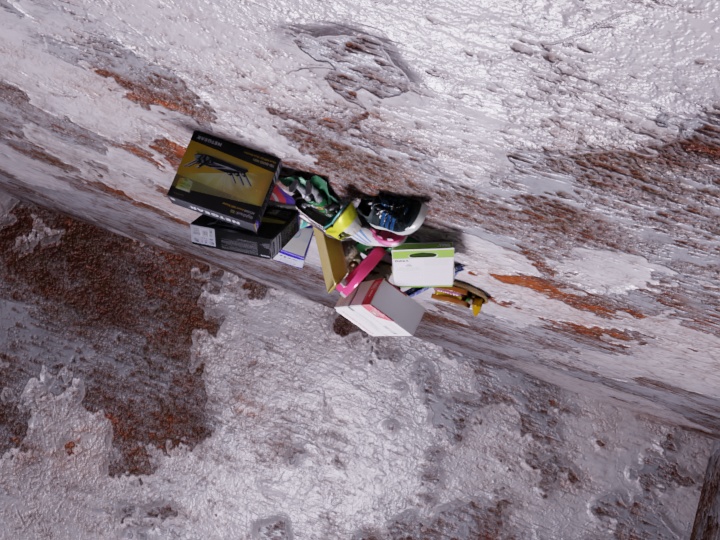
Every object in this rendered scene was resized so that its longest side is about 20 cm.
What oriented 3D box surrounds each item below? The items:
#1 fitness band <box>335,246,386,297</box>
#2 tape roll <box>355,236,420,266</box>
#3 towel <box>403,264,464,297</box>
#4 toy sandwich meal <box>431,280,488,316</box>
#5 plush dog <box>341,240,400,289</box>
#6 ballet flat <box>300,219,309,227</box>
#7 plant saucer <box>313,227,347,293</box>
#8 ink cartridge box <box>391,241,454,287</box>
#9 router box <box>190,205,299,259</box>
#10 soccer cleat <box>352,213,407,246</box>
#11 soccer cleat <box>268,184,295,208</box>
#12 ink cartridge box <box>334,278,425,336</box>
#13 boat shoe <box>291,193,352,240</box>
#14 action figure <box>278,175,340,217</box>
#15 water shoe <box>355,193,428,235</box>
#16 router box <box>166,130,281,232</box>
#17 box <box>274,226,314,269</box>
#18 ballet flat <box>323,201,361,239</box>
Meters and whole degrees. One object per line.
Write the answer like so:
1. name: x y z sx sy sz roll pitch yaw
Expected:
1. fitness band: 0.000 0.000 1.760 0.037 0.144 0.200 42 167 -2
2. tape roll: 0.088 -0.053 1.846 0.199 0.048 0.200 19 170 4
3. towel: 0.179 0.046 1.900 0.199 0.024 0.145 -25 172 -8
4. toy sandwich meal: 0.289 0.083 2.121 0.204 0.071 0.205 19 170 4
5. plush dog: 0.018 0.023 1.959 0.199 0.161 0.172 24 -170 -21
6. ballet flat: -0.159 -0.139 1.852 0.070 0.068 0.200 -3 179 -22
7. plant saucer: -0.078 -0.050 1.878 0.048 0.201 0.200 -12 174 -9
8. ink cartridge box: 0.147 -0.034 1.660 0.147 0.076 0.200 -1 154 5
9. router box: -0.257 -0.099 1.601 0.199 0.053 0.157 12 -149 16
10. soccer cleat: 0.042 -0.089 1.671 0.199 0.070 0.086 21 157 41
11. soccer cleat: -0.231 -0.195 1.564 0.199 0.074 0.068 22 -173 6
12. ink cartridge box: 0.046 0.097 1.808 0.146 0.083 0.200 36 160 -21
13. boat shoe: -0.086 -0.127 1.730 0.199 0.067 0.057 26 175 -15
14. action figure: -0.097 -0.162 1.619 0.117 0.055 0.200 12 172 21
15. water shoe: 0.059 -0.121 1.483 0.079 0.072 0.200 31 165 -29
16. router box: -0.287 -0.190 1.508 0.199 0.158 0.052 18 166 2
17. box: -0.237 -0.094 2.069 0.183 0.106 0.200 19 169 -3
18. ballet flat: -0.033 -0.106 1.598 0.067 0.067 0.200 40 166 -6
